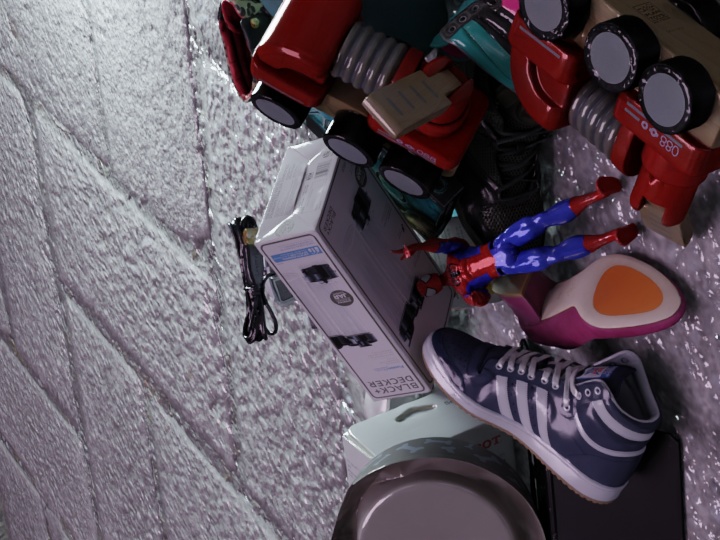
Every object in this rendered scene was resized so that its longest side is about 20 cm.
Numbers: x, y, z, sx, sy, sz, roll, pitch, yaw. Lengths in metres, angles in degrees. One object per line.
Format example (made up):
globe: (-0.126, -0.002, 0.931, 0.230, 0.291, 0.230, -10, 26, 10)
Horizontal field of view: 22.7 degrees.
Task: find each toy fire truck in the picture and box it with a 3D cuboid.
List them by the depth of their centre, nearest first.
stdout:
toy fire truck: (0.188, -0.102, 1.242, 0.176, 0.128, 0.201, 43, 137, 30)
toy fire truck: (0.006, -0.139, 1.308, 0.175, 0.129, 0.200, 29, 164, 1)

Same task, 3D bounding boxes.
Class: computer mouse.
computer mouse: (-0.079, 0.002, 1.637, 0.200, 0.043, 0.111, -16, -87, -75)

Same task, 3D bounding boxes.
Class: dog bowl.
dog bowl: (0.069, 0.237, 1.592, 0.059, 0.198, 0.202, -72, -23, -63)

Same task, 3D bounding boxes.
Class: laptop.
laptop: (0.206, 0.175, 1.546, 0.200, 0.102, 0.179, -100, 3, -65)

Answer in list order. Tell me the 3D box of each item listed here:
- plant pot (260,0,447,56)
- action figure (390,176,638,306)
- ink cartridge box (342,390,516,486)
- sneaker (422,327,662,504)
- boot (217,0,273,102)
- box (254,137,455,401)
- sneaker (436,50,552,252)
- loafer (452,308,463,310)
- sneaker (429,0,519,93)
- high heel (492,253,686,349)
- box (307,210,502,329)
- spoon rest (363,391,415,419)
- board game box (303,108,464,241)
plant pot: (-0.011, -0.267, 1.475, 0.200, 0.199, 0.189, 45, 160, 43)
action figure: (0.108, -0.012, 1.411, 0.199, 0.099, 0.066, -24, 84, 39)
ink cartridge box: (0.072, 0.228, 1.702, 0.087, 0.144, 0.202, 30, 133, 55)
sneaker: (0.149, 0.087, 1.426, 0.199, 0.070, 0.109, 37, 130, 9)
boot: (-0.051, -0.252, 1.604, 0.073, 0.149, 0.202, 40, 142, 48)
box: (0.000, 0.000, 1.471, 0.060, 0.117, 0.200, -13, 132, 30)
sneaker: (0.120, -0.096, 1.448, 0.114, 0.075, 0.202, -167, 66, -69)
loafer: (0.041, -0.044, 1.667, 0.201, 0.062, 0.072, 62, 155, 19)
sneaker: (0.097, -0.214, 1.350, 0.201, 0.120, 0.083, 61, -163, 18)
high heel: (0.198, 0.039, 1.432, 0.199, 0.068, 0.096, -1, 146, 49)
box: (0.038, -0.004, 1.597, 0.198, 0.049, 0.083, -9, 102, 31)
spoon rest: (0.037, 0.159, 1.823, 0.201, 0.060, 0.100, 92, -168, -46)
board game box: (0.000, -0.112, 1.479, 0.200, 0.028, 0.135, 44, 169, 7)
